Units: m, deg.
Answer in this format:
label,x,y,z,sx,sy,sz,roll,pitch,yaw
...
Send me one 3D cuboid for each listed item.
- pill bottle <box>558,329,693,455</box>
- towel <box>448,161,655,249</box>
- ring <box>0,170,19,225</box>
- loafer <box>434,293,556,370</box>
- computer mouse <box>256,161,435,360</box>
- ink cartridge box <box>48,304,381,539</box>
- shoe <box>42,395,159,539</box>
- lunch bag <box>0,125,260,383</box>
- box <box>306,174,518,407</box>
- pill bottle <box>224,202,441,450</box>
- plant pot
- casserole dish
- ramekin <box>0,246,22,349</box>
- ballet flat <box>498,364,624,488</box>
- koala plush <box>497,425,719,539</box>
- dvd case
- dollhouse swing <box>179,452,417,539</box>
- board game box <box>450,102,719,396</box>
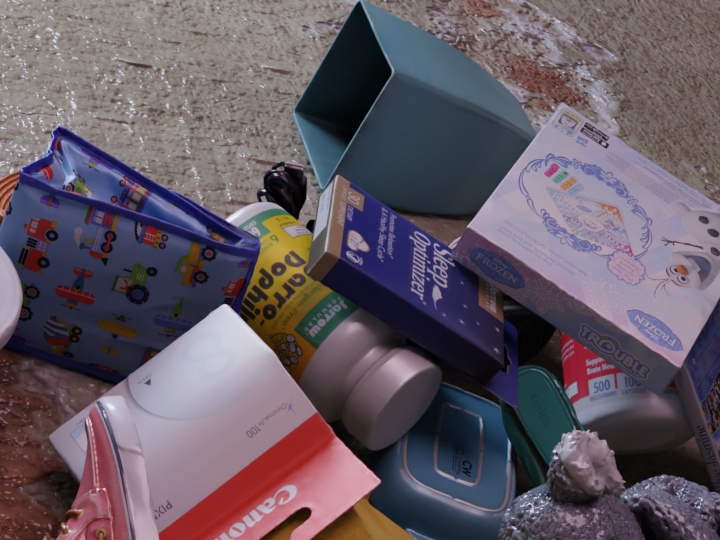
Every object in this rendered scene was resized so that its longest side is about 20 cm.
label,x,y,z,sx,sy,sz,roll,pitch,yaw
pill bottle,0.225,0.048,1.682,0.112,0.112,0.201,8,65,-26
towel,0.150,-0.039,1.775,0.199,0.191,0.032,-16,77,-50
ring,-0.217,-0.038,1.644,0.199,0.019,0.201,14,31,-9
loafer,0.086,0.039,1.709,0.199,0.075,0.070,2,41,-34
computer mouse,0.000,0.000,1.608,0.053,0.139,0.200,-37,64,-27
ink cartridge box,-0.103,0.127,1.336,0.160,0.047,0.200,-36,41,-11
shoe,-0.176,0.174,1.258,0.090,0.072,0.201,-10,59,-10
lunch bag,-0.174,0.010,1.487,0.199,0.151,0.094,25,30,0
box,0.051,0.015,1.523,0.199,0.032,0.121,34,27,-16
pill bottle,-0.035,0.046,1.536,0.200,0.113,0.113,41,34,23
plant pot,0.064,-0.141,1.919,0.199,0.142,0.142,18,30,-27
casserole dish,0.072,0.150,1.563,0.120,0.039,0.200,21,31,-5
ramekin,-0.345,0.031,1.386,0.201,0.095,0.203,18,31,-12
ballet flat,0.169,0.169,1.561,0.070,0.067,0.201,70,-5,-76
koala plush,0.174,0.207,1.394,0.199,0.178,0.184,23,20,-31
dvd case,0.313,0.132,1.659,0.143,0.017,0.201,-40,110,-60
dollhouse swing,-0.003,0.261,1.338,0.181,0.176,0.200,-32,51,-7
board game box,0.201,-0.021,1.598,0.199,0.043,0.199,34,44,6
